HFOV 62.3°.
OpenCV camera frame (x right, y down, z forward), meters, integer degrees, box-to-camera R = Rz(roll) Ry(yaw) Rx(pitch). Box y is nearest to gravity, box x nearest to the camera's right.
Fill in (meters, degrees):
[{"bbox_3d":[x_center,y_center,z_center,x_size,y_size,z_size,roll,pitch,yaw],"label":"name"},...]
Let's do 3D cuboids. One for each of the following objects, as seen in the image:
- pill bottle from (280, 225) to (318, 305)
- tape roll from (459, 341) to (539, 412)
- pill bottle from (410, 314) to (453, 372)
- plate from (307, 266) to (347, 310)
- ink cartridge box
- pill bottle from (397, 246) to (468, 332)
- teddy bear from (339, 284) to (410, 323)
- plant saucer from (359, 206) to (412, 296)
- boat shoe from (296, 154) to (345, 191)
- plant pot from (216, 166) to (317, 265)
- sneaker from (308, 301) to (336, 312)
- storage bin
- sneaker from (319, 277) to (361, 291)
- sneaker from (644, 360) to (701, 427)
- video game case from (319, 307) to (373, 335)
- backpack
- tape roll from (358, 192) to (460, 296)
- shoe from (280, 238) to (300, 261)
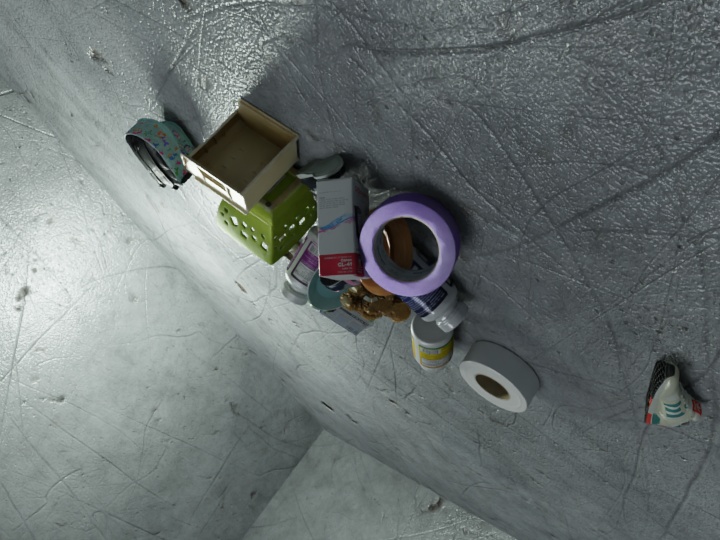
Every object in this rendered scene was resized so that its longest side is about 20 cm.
[{"bbox_3d":[-0.133,-0.009,1.599,0.112,0.201,0.112,30,-162,-11],"label":"pill bottle"},{"bbox_3d":[0.356,0.275,1.538,0.201,0.071,0.203,33,157,16],"label":"tape roll"},{"bbox_3d":[0.194,0.194,1.591,0.112,0.113,0.201,29,155,25],"label":"pill bottle"},{"bbox_3d":[-0.059,0.021,1.580,0.026,0.199,0.201,46,165,38],"label":"plate"},{"bbox_3d":[-0.033,-0.083,1.268,0.085,0.203,0.147,-1,177,14],"label":"ink cartridge box"},{"bbox_3d":[0.154,0.048,1.386,0.200,0.111,0.111,43,157,-6],"label":"pill bottle"},{"bbox_3d":[0.042,0.077,1.612,0.197,0.067,0.147,1,115,-4],"label":"teddy bear"},{"bbox_3d":[0.039,-0.043,1.336,0.199,0.037,0.203,3,94,52],"label":"plant saucer"},{"bbox_3d":[-0.078,-0.213,1.336,0.060,0.076,0.200,51,167,-23],"label":"boat shoe"},{"bbox_3d":[-0.232,-0.173,1.495,0.198,0.200,0.182,35,150,12],"label":"plant pot"},{"bbox_3d":[-0.086,0.030,1.668,0.084,0.202,0.078,5,-155,-34],"label":"sneaker"},{"bbox_3d":[-0.275,-0.268,1.374,0.198,0.200,0.094,34,159,14],"label":"storage bin"},{"bbox_3d":[0.000,0.000,1.509,0.198,0.071,0.082,-17,153,13],"label":"sneaker"},{"bbox_3d":[0.594,0.236,1.117,0.092,0.071,0.201,9,144,22],"label":"sneaker"},{"bbox_3d":[-0.016,0.107,1.746,0.142,0.018,0.200,33,135,-13],"label":"video game case"},{"bbox_3d":[-0.589,-0.359,1.764,0.176,0.151,0.200,15,154,41],"label":"backpack"},{"bbox_3d":[0.099,-0.052,1.205,0.198,0.066,0.202,7,112,17],"label":"tape roll"},{"bbox_3d":[-0.208,-0.056,1.842,0.199,0.053,0.070,39,157,5],"label":"shoe"}]
